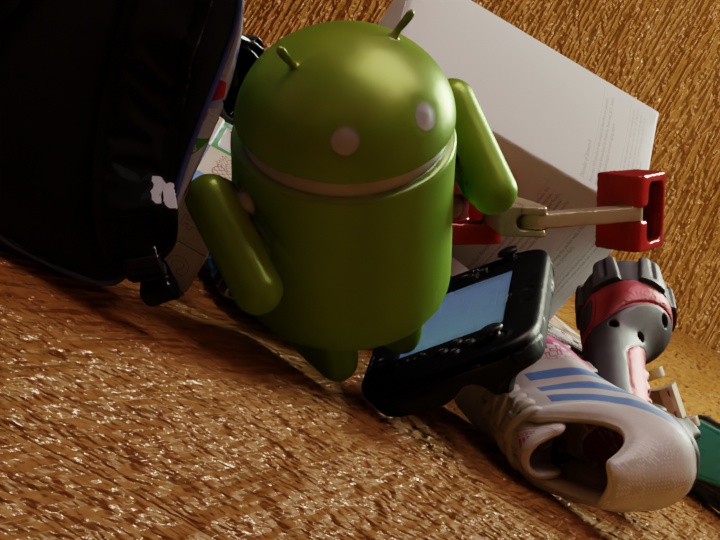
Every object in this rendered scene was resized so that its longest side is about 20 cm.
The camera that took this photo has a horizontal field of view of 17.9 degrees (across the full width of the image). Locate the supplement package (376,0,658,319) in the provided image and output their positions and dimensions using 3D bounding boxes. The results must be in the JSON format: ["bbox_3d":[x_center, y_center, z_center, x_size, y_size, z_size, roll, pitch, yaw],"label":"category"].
[{"bbox_3d":[0.083,-0.085,1.551,0.199,0.121,0.120,29,42,-12],"label":"supplement package"}]

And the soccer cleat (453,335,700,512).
[{"bbox_3d":[0.103,0.082,1.303,0.086,0.071,0.199,-9,21,-38],"label":"soccer cleat"}]

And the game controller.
[{"bbox_3d":[0.057,0.032,1.296,0.103,0.042,0.200,-11,13,10],"label":"game controller"}]

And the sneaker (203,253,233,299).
[{"bbox_3d":[-0.051,-0.006,1.366,0.086,0.075,0.200,37,8,-24],"label":"sneaker"}]

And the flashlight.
[{"bbox_3d":[0.170,0.070,1.426,0.068,0.067,0.201,60,17,-30],"label":"flashlight"}]

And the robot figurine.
[{"bbox_3d":[-0.009,-0.041,1.187,0.174,0.201,0.116,-21,43,-25],"label":"robot figurine"}]

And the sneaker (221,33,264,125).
[{"bbox_3d":[-0.101,-0.128,1.466,0.098,0.071,0.200,6,14,11],"label":"sneaker"}]

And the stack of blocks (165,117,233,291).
[{"bbox_3d":[-0.156,-0.085,1.281,0.199,0.059,0.115,30,35,-4],"label":"stack of blocks"}]

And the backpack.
[{"bbox_3d":[-0.144,-0.108,1.119,0.199,0.192,0.154,27,6,-10],"label":"backpack"}]

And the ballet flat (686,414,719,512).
[{"bbox_3d":[0.282,0.153,1.581,0.068,0.068,0.200,36,2,-30],"label":"ballet flat"}]

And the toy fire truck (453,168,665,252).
[{"bbox_3d":[0.082,-0.036,1.413,0.140,0.049,0.199,10,12,40],"label":"toy fire truck"}]

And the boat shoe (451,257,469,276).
[{"bbox_3d":[0.000,0.000,1.474,0.200,0.072,0.066,39,44,-21],"label":"boat shoe"}]

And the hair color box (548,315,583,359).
[{"bbox_3d":[0.107,0.055,1.584,0.098,0.061,0.200,28,5,-21],"label":"hair color box"}]

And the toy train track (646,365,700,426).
[{"bbox_3d":[0.194,0.091,1.587,0.200,0.032,0.116,160,-89,-79],"label":"toy train track"}]
